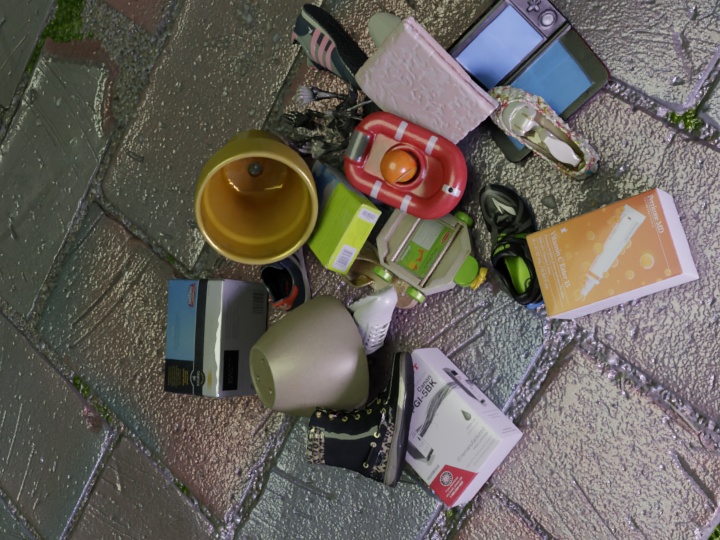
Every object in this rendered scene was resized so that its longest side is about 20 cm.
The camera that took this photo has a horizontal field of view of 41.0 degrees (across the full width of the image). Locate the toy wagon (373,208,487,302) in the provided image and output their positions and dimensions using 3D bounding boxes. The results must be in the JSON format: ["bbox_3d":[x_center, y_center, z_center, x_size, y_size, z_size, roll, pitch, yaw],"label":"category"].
[{"bbox_3d":[0.117,-0.026,1.520,0.199,0.040,0.156,33,87,28],"label":"toy wagon"}]

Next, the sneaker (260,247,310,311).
[{"bbox_3d":[-0.146,-0.026,1.674,0.074,0.084,0.202,-27,73,27],"label":"sneaker"}]

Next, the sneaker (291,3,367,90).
[{"bbox_3d":[-0.050,-0.366,1.658,0.201,0.070,0.082,56,130,25],"label":"sneaker"}]

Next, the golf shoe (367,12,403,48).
[{"bbox_3d":[0.070,-0.355,1.559,0.073,0.092,0.201,-47,63,20],"label":"golf shoe"}]

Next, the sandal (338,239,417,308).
[{"bbox_3d":[0.002,-0.005,1.590,0.211,0.069,0.078,33,103,29],"label":"sandal"}]

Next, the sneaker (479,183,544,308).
[{"bbox_3d":[0.228,-0.041,1.445,0.070,0.082,0.202,-24,74,27],"label":"sneaker"}]

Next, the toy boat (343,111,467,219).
[{"bbox_3d":[0.065,-0.157,1.466,0.198,0.131,0.132,25,102,9],"label":"toy boat"}]

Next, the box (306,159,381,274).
[{"bbox_3d":[-0.049,-0.092,1.604,0.123,0.047,0.200,-60,34,14],"label":"box"}]

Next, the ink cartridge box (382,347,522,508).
[{"bbox_3d":[0.126,0.239,1.489,0.200,0.083,0.148,44,109,26],"label":"ink cartridge box"}]

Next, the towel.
[{"bbox_3d":[0.096,-0.274,1.465,0.191,0.032,0.200,43,154,-7],"label":"towel"}]

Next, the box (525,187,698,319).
[{"bbox_3d":[0.353,-0.019,1.358,0.198,0.097,0.126,-22,76,28],"label":"box"}]

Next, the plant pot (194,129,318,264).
[{"bbox_3d":[-0.174,-0.141,1.613,0.201,0.200,0.190,-50,22,19],"label":"plant pot"}]

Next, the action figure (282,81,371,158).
[{"bbox_3d":[-0.063,-0.242,1.595,0.199,0.101,0.121,-11,83,58],"label":"action figure"}]

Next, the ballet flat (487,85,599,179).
[{"bbox_3d":[0.265,-0.205,1.409,0.199,0.064,0.076,35,111,7],"label":"ballet flat"}]

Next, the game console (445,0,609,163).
[{"bbox_3d":[0.236,-0.296,1.439,0.200,0.172,0.119,-42,36,21],"label":"game console"}]

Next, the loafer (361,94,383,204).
[{"bbox_3d":[0.031,-0.211,1.596,0.070,0.067,0.204,-174,87,-65],"label":"loafer"}]

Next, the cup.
[{"bbox_3d":[-0.095,0.154,1.547,0.200,0.142,0.203,38,135,50],"label":"cup"}]

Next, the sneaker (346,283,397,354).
[{"bbox_3d":[0.016,0.087,1.544,0.081,0.076,0.200,65,152,13],"label":"sneaker"}]

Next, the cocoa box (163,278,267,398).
[{"bbox_3d":[-0.256,0.118,1.704,0.130,0.133,0.203,1,87,32],"label":"cocoa box"}]

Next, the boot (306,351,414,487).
[{"bbox_3d":[0.000,0.216,1.456,0.151,0.073,0.207,8,97,14],"label":"boot"}]
